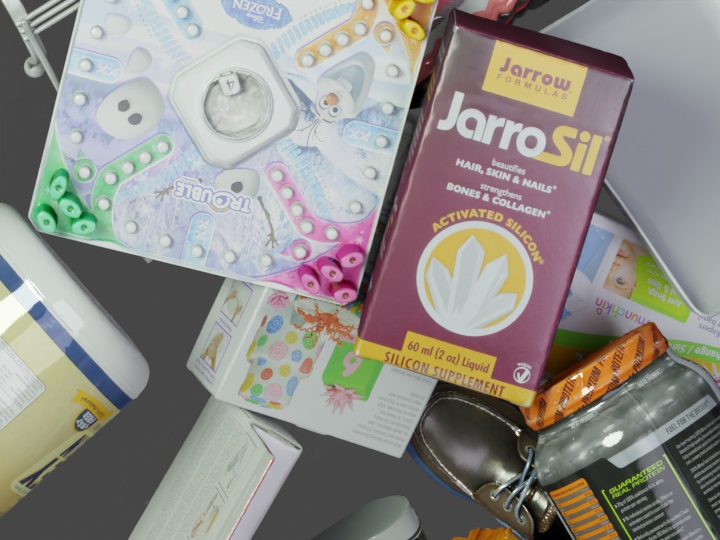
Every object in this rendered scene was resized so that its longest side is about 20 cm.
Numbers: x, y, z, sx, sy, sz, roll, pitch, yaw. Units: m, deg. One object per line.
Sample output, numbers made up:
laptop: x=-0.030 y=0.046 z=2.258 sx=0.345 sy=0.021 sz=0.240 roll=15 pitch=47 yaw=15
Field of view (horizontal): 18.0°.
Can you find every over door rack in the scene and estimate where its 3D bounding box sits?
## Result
over door rack: x=-0.118 y=-0.126 z=1.357 sx=0.147 sy=0.067 sz=0.201 roll=-32 pitch=122 yaw=-8

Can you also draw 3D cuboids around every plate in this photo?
plate: x=0.205 y=-0.092 z=1.412 sx=0.199 sy=0.032 sz=0.200 roll=-36 pitch=89 yaw=-35

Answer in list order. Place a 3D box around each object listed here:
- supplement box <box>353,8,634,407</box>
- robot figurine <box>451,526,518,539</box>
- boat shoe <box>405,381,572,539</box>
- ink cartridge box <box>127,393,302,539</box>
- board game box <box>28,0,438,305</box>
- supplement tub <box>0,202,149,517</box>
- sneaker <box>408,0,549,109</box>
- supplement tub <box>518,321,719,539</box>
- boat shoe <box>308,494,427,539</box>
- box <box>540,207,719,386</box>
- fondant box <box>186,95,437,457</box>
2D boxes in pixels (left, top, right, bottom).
supplement box: x=0.076 y=-0.038 z=1.309 sx=0.110 sy=0.086 sz=0.201 roll=16 pitch=103 yaw=-1
robot figurine: x=0.111 y=0.268 z=1.478 sx=0.200 sy=0.058 sz=0.145 roll=56 pitch=48 yaw=-30
boat shoe: x=0.112 y=0.136 z=1.468 sx=0.199 sy=0.072 sz=0.072 roll=34 pitch=88 yaw=-21
ink cartridge box: x=-0.102 y=0.182 z=1.361 sx=0.045 sy=0.176 sz=0.201 roll=29 pitch=93 yaw=-19
board game box: x=-0.071 y=-0.095 z=1.297 sx=0.199 sy=0.026 sz=0.201 roll=14 pitch=101 yaw=-11
supplement tub: x=-0.237 y=0.074 z=1.317 sx=0.200 sy=0.144 sz=0.145 roll=-41 pitch=109 yaw=-4
sneaker: x=0.073 y=-0.191 z=1.390 sx=0.200 sy=0.074 sz=0.087 roll=-41 pitch=82 yaw=-15
supplement tub: x=0.184 y=0.139 z=1.337 sx=0.122 sy=0.123 sz=0.201 roll=-30 pitch=89 yaw=-8
boat shoe: x=-0.041 y=0.220 z=1.444 sx=0.199 sy=0.071 sz=0.064 roll=-28 pitch=107 yaw=-10
box: x=0.168 y=0.029 z=1.447 sx=0.199 sy=0.101 sz=0.113 roll=22 pitch=95 yaw=-19
fondant box: x=0.000 y=0.000 z=1.393 sx=0.144 sy=0.058 sz=0.201 roll=20 pitch=99 yaw=-32
